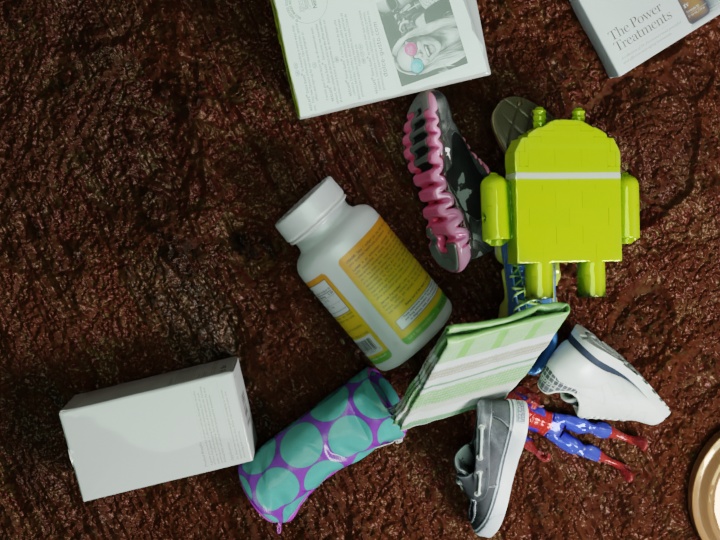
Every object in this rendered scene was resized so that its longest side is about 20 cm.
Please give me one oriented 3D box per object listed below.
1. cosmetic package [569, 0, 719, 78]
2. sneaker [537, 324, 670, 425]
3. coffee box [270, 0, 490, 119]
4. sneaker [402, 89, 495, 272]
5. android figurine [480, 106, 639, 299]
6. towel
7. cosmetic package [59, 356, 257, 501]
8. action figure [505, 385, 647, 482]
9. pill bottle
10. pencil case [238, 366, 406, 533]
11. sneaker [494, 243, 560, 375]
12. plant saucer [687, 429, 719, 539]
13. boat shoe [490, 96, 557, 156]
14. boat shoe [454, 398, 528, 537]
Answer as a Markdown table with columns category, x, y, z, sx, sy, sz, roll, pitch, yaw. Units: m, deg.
| category | x | y | z | sx | sy | sz | roll | pitch | yaw |
| --- | --- | --- | --- | --- | --- | --- | --- | --- | --- |
| cosmetic package | 0.326 | -0.329 | 1.221 | 0.198 | 0.052 | 0.152 | -32 | 96 | 3 |
| sneaker | 0.274 | 0.133 | 1.253 | 0.199 | 0.076 | 0.081 | 34 | 99 | -36 |
| coffee box | 0.007 | -0.277 | 1.138 | 0.194 | 0.200 | 0.204 | -13 | 99 | 0 |
| sneaker | 0.110 | -0.105 | 1.244 | 0.094 | 0.079 | 0.204 | -17 | 100 | -22 |
| android figurine | 0.213 | -0.072 | 1.179 | 0.178 | 0.041 | 0.204 | -3 | 89 | -13 |
| towel | 0.120 | 0.096 | 1.157 | 0.147 | 0.201 | 0.031 | -13 | 62 | -23 |
| cosmetic package | -0.224 | 0.176 | 1.256 | 0.196 | 0.085 | 0.110 | -12 | 98 | 0 |
| action figure | 0.233 | 0.188 | 1.273 | 0.197 | 0.099 | 0.066 | 22 | 99 | -3 |
| pill bottle | 0.000 | 0.000 | 1.225 | 0.111 | 0.111 | 0.201 | -40 | 98 | 4 |
| pencil case | -0.040 | 0.201 | 1.267 | 0.199 | 0.085 | 0.093 | -36 | 92 | 4 |
| sneaker | 0.192 | 0.022 | 1.218 | 0.074 | 0.105 | 0.203 | -6 | 116 | -3 |
| plant saucer | 0.490 | 0.268 | 1.327 | 0.196 | 0.032 | 0.205 | 0 | 99 | -2 |
| boat shoe | 0.213 | -0.106 | 1.237 | 0.200 | 0.067 | 0.072 | 44 | 78 | -8 |
| boat shoe | 0.137 | 0.223 | 1.257 | 0.066 | 0.072 | 0.202 | 6 | 131 | -3 |
